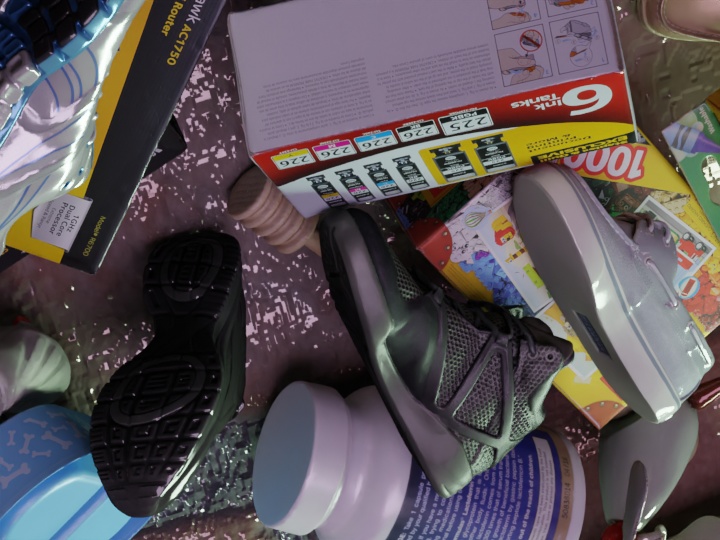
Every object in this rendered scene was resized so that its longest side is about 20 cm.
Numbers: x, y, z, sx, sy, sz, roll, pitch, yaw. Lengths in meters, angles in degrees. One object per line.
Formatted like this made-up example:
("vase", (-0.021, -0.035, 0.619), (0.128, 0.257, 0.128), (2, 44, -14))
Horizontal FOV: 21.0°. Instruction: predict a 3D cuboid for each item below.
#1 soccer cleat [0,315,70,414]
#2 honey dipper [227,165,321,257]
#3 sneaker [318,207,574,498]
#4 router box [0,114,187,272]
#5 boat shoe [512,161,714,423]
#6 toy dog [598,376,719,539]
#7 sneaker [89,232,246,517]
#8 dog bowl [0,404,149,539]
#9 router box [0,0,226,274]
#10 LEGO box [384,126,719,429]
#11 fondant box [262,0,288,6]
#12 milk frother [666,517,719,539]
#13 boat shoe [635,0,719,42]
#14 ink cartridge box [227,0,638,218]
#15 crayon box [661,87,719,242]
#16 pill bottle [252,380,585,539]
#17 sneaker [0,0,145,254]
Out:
("soccer cleat", (-0.219, 0.062, 1.115), (0.069, 0.078, 0.200), (-34, 158, 6))
("honey dipper", (0.000, 0.000, 1.217), (0.199, 0.038, 0.038), (35, 104, -33))
("sneaker", (0.052, 0.030, 1.140), (0.114, 0.076, 0.200), (-31, 116, -5))
("router box", (-0.222, -0.082, 1.088), (0.199, 0.052, 0.158), (-34, 123, 3))
("boat shoe", (0.156, 0.002, 1.162), (0.071, 0.070, 0.201), (-40, 124, -13))
("toy dog", (0.202, 0.141, 1.273), (0.096, 0.202, 0.131), (-22, 155, 33))
("sneaker", (-0.099, 0.071, 1.139), (0.075, 0.201, 0.091), (1, 134, 17))
("dog bowl", (-0.184, 0.134, 1.165), (0.111, 0.050, 0.200), (-45, 163, 3))
("router box", (-0.169, -0.114, 1.023), (0.148, 0.051, 0.201), (19, 109, -26))
("LEGO box", (0.137, -0.021, 1.222), (0.149, 0.077, 0.200), (-42, 122, 8))
("fondant box", (0.045, -0.205, 1.100), (0.198, 0.058, 0.145), (-7, 121, -15))
("milk frother", (0.258, 0.288, 1.366), (0.187, 0.200, 0.181), (-21, 127, -4))
("boat shoe", (0.267, -0.170, 1.185), (0.198, 0.065, 0.072), (-8, 121, -13))
("ink cartridge box", (0.047, -0.098, 1.069), (0.198, 0.085, 0.176), (-12, 166, 9))
("crayon box", (0.295, -0.088, 1.168), (0.199, 0.052, 0.126), (-36, 121, -1))
("pill bottle", (0.037, 0.139, 1.259), (0.199, 0.116, 0.116), (16, 113, -25))
("sneaker", (-0.157, -0.088, 0.978), (0.200, 0.075, 0.086), (-48, 135, 12))
